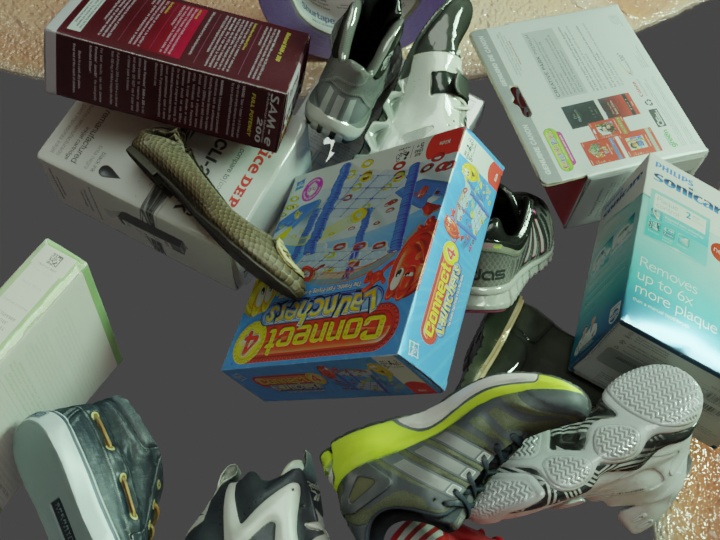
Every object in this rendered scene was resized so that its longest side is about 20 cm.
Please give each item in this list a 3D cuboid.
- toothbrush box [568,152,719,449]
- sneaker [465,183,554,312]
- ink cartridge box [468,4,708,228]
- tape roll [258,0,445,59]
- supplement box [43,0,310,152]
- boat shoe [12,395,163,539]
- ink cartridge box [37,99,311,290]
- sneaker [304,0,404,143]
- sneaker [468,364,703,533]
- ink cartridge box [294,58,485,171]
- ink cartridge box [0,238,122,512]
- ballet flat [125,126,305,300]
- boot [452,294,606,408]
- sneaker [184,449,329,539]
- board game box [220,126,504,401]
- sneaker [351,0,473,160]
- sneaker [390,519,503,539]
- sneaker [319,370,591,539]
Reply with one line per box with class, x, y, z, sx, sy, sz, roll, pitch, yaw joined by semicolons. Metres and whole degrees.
toothbrush box;0.272;0.021;0.785;0.145;0.086;0.202;28;50;-4
sneaker;0.125;-0.040;0.801;0.072;0.089;0.200;10;27;22
ink cartridge box;0.209;-0.152;0.915;0.172;0.084;0.203;-12;60;-13
tape roll;-0.006;-0.304;0.916;0.196;0.201;0.067;-3;57;-8
supplement box;-0.149;-0.174;0.772;0.196;0.062;0.110;14;40;-1
boat shoe;-0.173;0.189;0.673;0.090;0.070;0.203;-12;77;-55
ink cartridge box;-0.160;-0.096;0.832;0.197;0.084;0.146;26;68;9
sneaker;0.014;-0.212;0.825;0.074;0.116;0.202;22;47;-7
sneaker;0.169;0.157;0.700;0.197;0.116;0.075;-24;39;-4
ink cartridge box;0.006;-0.115;0.906;0.161;0.057;0.202;29;80;12
ink cartridge box;-0.260;0.097;0.675;0.047;0.146;0.201;27;59;14
ballet flat;-0.110;-0.051;0.735;0.199;0.068;0.046;41;78;21
boot;0.141;0.119;0.750;0.137;0.078;0.202;26;60;4
sneaker;-0.030;0.202;0.673;0.195;0.080;0.132;12;66;14
board game box;0.000;0.000;0.735;0.056;0.198;0.198;39;56;-34
sneaker;0.072;-0.154;0.855;0.087;0.074;0.203;25;85;11
sneaker;0.107;0.211;0.683;0.197;0.079;0.116;11;21;-32
sneaker;0.071;0.135;0.646;0.197;0.074;0.082;-25;58;14
